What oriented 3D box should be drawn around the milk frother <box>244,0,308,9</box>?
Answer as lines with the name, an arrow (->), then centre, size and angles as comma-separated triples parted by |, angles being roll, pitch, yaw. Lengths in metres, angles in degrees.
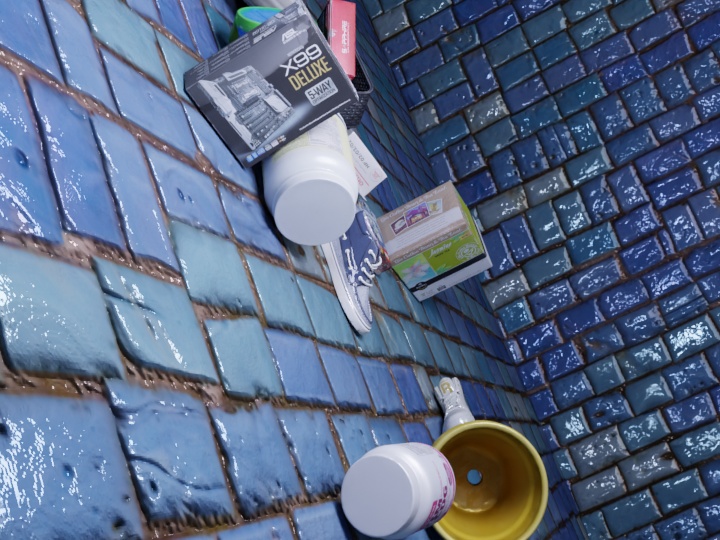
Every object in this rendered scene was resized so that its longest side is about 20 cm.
milk frother -> -0.190, -0.508, 1.611 | 0.188, 0.180, 0.201 | 42, 61, -7

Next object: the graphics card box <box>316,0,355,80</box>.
graphics card box -> -0.058, -0.346, 1.553 | 0.200, 0.050, 0.129 | 147, -55, -67

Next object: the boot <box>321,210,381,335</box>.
boot -> 0.000, 0.000, 1.575 | 0.203, 0.089, 0.073 | 69, 14, 17

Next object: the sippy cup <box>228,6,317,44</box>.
sippy cup -> -0.142, -0.347, 1.521 | 0.179, 0.136, 0.133 | -113, -151, -60

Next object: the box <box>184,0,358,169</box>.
box -> -0.124, -0.259, 1.313 | 0.158, 0.197, 0.050 | 54, 12, -40

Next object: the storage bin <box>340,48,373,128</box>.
storage bin -> -0.072, -0.380, 1.819 | 0.203, 0.132, 0.094 | 68, -31, 31

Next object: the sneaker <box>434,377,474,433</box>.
sneaker -> 0.179, 0.270, 1.857 | 0.200, 0.072, 0.117 | 53, 12, -76

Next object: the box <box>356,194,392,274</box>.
box -> -0.007, -0.096, 1.840 | 0.200, 0.039, 0.139 | 48, 20, -53

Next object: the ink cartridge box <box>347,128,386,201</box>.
ink cartridge box -> -0.014, -0.220, 1.856 | 0.116, 0.067, 0.200 | 50, 4, -20

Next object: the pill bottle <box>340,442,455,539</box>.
pill bottle -> 0.049, 0.282, 1.198 | 0.115, 0.112, 0.200 | 68, 14, 15

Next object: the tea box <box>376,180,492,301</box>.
tea box -> 0.169, -0.063, 2.134 | 0.197, 0.197, 0.135 | 47, 21, -49

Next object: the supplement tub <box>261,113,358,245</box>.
supplement tub -> -0.079, -0.151, 1.418 | 0.146, 0.143, 0.202 | 53, 18, -41

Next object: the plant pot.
plant pot -> 0.192, 0.344, 1.520 | 0.189, 0.197, 0.204 | 82, -16, -84

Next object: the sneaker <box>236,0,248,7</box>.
sneaker -> -0.194, -0.535, 1.818 | 0.111, 0.076, 0.201 | 45, 15, -36
